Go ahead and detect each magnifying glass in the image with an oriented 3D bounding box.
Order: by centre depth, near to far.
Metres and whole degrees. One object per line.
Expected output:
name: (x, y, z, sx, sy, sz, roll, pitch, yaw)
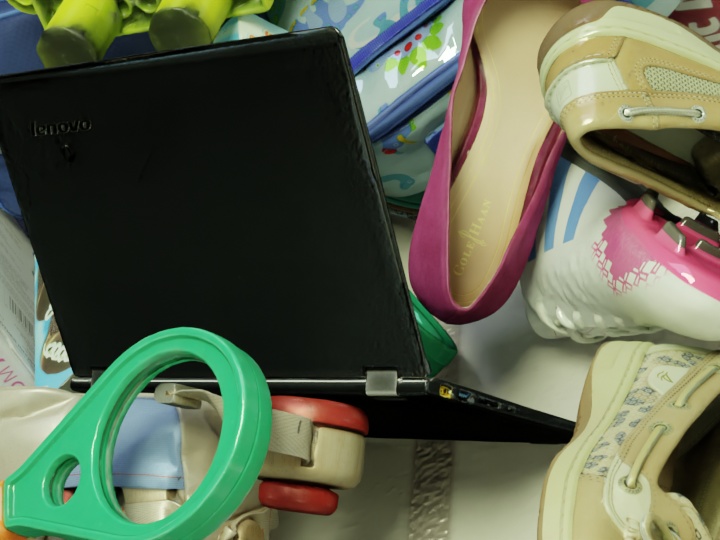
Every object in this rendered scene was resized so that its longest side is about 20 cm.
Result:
magnifying glass: (-0.113, 0.083, 0.661, 0.199, 0.022, 0.080, -25, 55, 28)
magnifying glass: (0.000, 0.000, 0.848, 0.022, 0.079, 0.200, -47, 17, 7)

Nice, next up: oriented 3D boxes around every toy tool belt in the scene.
toy tool belt: (-0.081, 0.115, 0.713, 0.199, 0.124, 0.124, -4, 75, 40)

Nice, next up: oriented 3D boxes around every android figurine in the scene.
android figurine: (-0.088, -0.170, 0.884, 0.180, 0.041, 0.201, -5, 41, 24)

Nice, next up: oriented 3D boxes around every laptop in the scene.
laptop: (-0.027, -0.002, 0.717, 0.186, 0.199, 0.117, -2, 76, 38)

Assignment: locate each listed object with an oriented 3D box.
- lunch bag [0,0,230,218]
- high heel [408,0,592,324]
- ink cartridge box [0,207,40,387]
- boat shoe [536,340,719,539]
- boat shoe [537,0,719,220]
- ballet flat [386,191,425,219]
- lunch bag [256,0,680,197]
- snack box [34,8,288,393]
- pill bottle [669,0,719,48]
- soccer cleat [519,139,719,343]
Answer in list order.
lunch bag: (-0.132, -0.116, 0.994, 0.198, 0.137, 0.133, -13, 32, 20)
high heel: (0.070, -0.074, 0.750, 0.067, 0.202, 0.096, 13, 7, -5)
ink cartridge box: (-0.212, -0.001, 0.980, 0.042, 0.120, 0.200, -28, 28, 6)
boat shoe: (0.106, 0.084, 0.622, 0.062, 0.074, 0.201, -9, 30, 21)
boat shoe: (0.161, -0.039, 0.706, 0.198, 0.072, 0.077, 14, 44, -17)
ballet flat: (0.078, -0.060, 0.904, 0.199, 0.075, 0.074, 3, 40, 37)
lunch bag: (0.052, -0.142, 0.867, 0.199, 0.082, 0.162, -35, 49, 14)
snack box: (-0.099, -0.022, 0.875, 0.200, 0.037, 0.117, -42, 42, 36)
pill bottle: (0.168, -0.160, 0.930, 0.198, 0.115, 0.115, -12, 31, 25)
soccer cleat: (0.111, 0.004, 0.752, 0.087, 0.069, 0.200, -62, 17, 12)
